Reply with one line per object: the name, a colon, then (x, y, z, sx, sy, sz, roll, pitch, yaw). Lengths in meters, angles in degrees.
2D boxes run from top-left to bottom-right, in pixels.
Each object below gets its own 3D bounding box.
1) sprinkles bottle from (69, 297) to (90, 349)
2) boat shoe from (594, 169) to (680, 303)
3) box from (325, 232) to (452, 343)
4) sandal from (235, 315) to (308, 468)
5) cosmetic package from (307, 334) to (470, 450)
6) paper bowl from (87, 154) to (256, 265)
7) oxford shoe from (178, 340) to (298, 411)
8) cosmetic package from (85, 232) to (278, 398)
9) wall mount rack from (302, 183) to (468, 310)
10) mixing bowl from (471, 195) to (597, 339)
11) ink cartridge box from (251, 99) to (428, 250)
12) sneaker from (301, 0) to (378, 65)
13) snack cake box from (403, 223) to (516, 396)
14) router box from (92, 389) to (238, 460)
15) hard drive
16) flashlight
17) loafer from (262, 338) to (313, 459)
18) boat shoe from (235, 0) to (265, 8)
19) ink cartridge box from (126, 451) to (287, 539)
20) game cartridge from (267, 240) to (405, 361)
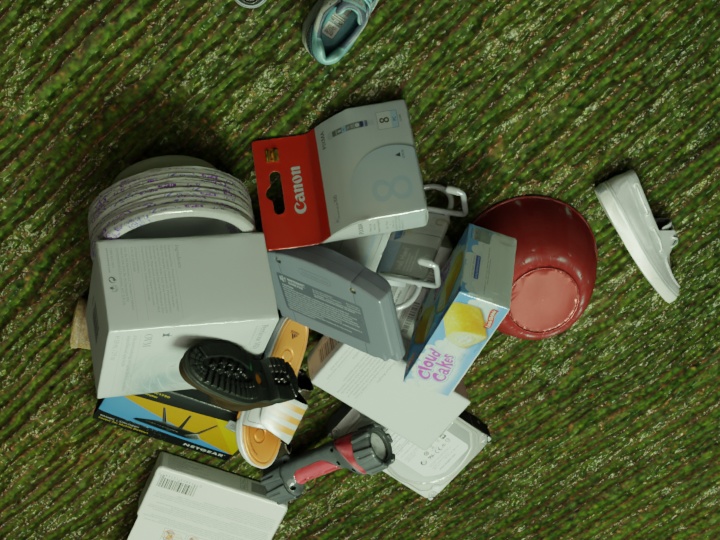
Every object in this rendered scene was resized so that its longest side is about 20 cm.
sprinkles bottle: (-0.278, 0.085, 1.521, 0.199, 0.068, 0.069, 11, 115, -10)
boat shoe: (0.382, -0.046, 1.525, 0.068, 0.072, 0.200, -31, 106, 11)
box: (0.000, 0.000, 1.520, 0.199, 0.041, 0.157, 16, 115, -14)
sandal: (-0.100, 0.153, 1.482, 0.079, 0.059, 0.208, 25, 76, -44)
cosmetic package: (0.038, 0.144, 1.539, 0.200, 0.074, 0.102, 34, 110, -22)
paper bowl: (-0.230, -0.064, 1.400, 0.199, 0.105, 0.201, -10, 154, -5)
oxford shoe: (-0.158, 0.135, 1.361, 0.084, 0.073, 0.200, -21, 155, 23)
cosmetic package: (-0.220, 0.057, 1.395, 0.199, 0.124, 0.200, -5, 154, -19)
wall mount rack: (0.034, -0.054, 1.427, 0.173, 0.201, 0.075, 11, 147, 20)
mixing bowl: (0.229, 0.015, 1.513, 0.199, 0.109, 0.201, -3, 117, -5)
ink cartridge box: (-0.028, -0.117, 1.394, 0.199, 0.161, 0.047, -9, 154, -2)
sneaker: (0.000, -0.323, 1.329, 0.077, 0.086, 0.201, 21, 113, -16)
snack cake box: (0.122, 0.052, 1.431, 0.067, 0.115, 0.200, 18, 138, -7)
router box: (-0.242, 0.181, 1.544, 0.199, 0.051, 0.149, 20, 144, -16)
hard drive: (0.069, 0.230, 1.647, 0.200, 0.038, 0.140, 36, 108, -20)
flashlight: (-0.047, 0.276, 1.612, 0.199, 0.068, 0.068, -28, 122, 28)
loafer: (-0.099, 0.172, 1.579, 0.071, 0.073, 0.201, 0, 117, -5)
boat shoe: (-0.108, -0.391, 1.301, 0.068, 0.057, 0.201, 13, 115, -12)
ink cartridge box: (-0.231, 0.371, 1.684, 0.199, 0.045, 0.177, 21, 112, -15)
game cartridge: (-0.038, 0.029, 1.411, 0.041, 0.199, 0.134, -49, 144, -28)
